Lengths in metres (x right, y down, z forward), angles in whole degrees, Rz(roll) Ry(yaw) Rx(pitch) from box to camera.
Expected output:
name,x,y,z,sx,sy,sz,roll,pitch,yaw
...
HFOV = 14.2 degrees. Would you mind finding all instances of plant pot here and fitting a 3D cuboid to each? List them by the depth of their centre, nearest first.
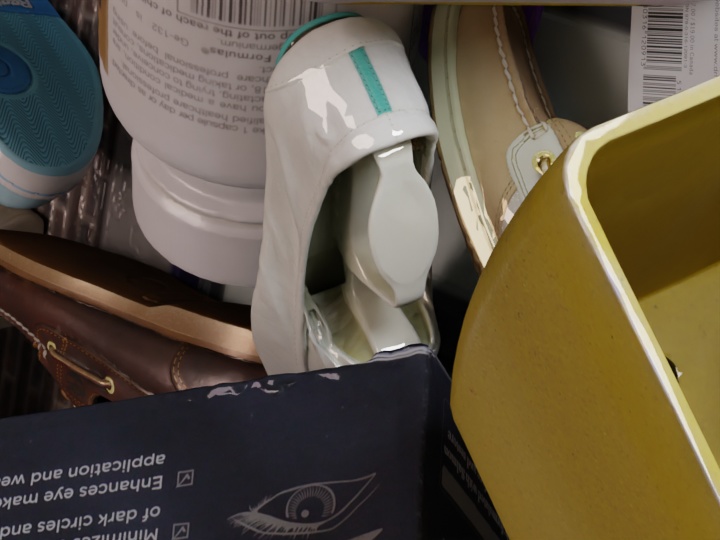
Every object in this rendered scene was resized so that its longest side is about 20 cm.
name,x,y,z,sx,sy,sz,roll,pitch,yaw
plant pot,0.137,0.048,0.777,0.201,0.199,0.176,65,155,4

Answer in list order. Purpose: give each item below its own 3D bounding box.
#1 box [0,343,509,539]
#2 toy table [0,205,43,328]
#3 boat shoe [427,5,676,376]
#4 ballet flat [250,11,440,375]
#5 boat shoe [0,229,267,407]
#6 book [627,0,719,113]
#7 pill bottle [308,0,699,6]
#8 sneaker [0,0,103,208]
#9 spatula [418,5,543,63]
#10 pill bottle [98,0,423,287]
name,x,y,z,sx,sy,sz,roll,pitch,yaw
box,-0.053,0.149,0.899,0.196,0.118,0.201,-9,55,19
toy table,-0.208,0.063,1.251,0.184,0.117,0.201,46,124,39
boat shoe,0.074,-0.009,0.959,0.066,0.074,0.201,-21,70,17
ballet flat,0.000,0.000,0.990,0.070,0.069,0.200,53,158,34
boat shoe,-0.091,0.035,1.146,0.200,0.070,0.071,23,104,47
book,0.160,-0.098,0.869,0.200,0.048,0.134,10,100,51
pill bottle,0.024,-0.135,0.853,0.114,0.199,0.115,7,98,54
sneaker,-0.182,-0.066,1.248,0.131,0.079,0.200,-59,41,30
spatula,0.068,-0.146,0.991,0.056,0.021,0.200,40,118,25
pill bottle,-0.035,-0.094,1.008,0.114,0.114,0.200,52,152,35
